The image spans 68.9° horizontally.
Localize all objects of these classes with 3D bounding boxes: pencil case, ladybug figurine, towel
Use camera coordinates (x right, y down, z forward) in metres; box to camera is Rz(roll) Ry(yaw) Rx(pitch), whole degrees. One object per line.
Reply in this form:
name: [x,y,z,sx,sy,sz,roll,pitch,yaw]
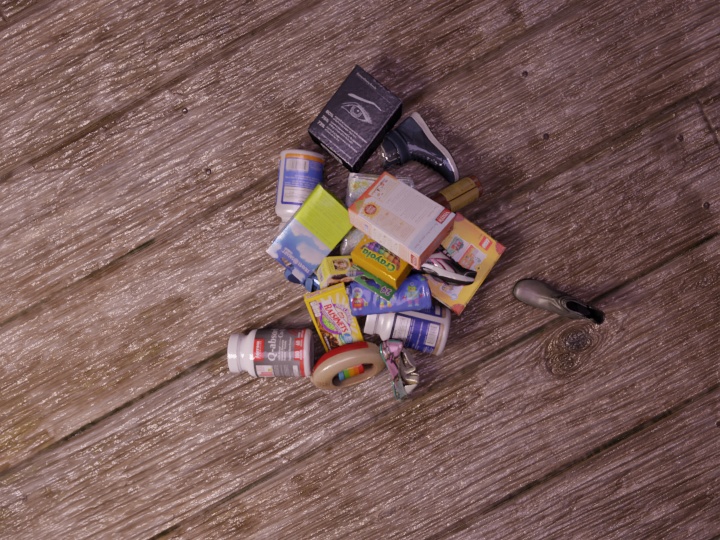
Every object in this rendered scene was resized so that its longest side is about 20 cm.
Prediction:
pencil case: [0.065,0.055,1.204,0.196,0.078,0.089,-5,88,-1]
ladybug figurine: [-0.030,0.228,1.284,0.196,0.137,0.073,-14,52,-11]
towel: [0.042,-0.131,1.271,0.168,0.048,0.204,3,105,-15]

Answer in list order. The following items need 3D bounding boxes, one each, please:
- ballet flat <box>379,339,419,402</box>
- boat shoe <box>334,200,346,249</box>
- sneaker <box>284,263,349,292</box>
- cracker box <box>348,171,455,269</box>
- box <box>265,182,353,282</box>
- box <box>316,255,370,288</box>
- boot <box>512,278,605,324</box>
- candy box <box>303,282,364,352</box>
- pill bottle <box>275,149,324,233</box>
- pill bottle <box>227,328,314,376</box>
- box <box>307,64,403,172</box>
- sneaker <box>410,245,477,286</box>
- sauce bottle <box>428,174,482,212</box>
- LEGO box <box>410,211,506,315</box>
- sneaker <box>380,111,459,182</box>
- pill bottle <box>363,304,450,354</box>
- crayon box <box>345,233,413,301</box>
ballet flat: [0.102,0.245,1.262,0.070,0.070,0.202,-6,124,17]
boat shoe: [-0.045,-0.123,1.305,0.072,0.061,0.202,42,91,0]
sneaker: [-0.095,0.033,1.289,0.196,0.074,0.083,11,58,3]
cracker box: [0.089,-0.112,1.143,0.199,0.058,0.134,35,67,23]
box: [-0.112,-0.087,1.216,0.122,0.048,0.200,40,103,-12]
box: [0.000,0.000,1.253,0.197,0.075,0.051,-5,64,-25]
boot: [0.477,0.071,1.262,0.197,0.131,0.069,20,91,1]
candy box: [-0.059,0.124,1.272,0.101,0.027,0.202,-19,126,-1]
pill bottle: [-0.150,-0.184,1.281,0.110,0.112,0.204,5,92,1]
pill bottle: [-0.216,0.201,1.284,0.196,0.116,0.118,-1,91,1]
box: [-0.010,-0.362,1.277,0.147,0.104,0.201,40,91,4]
sneaker: [0.181,-0.025,1.218,0.197,0.080,0.088,17,81,-3]
sauce bottle: [0.204,-0.165,1.274,0.198,0.066,0.067,-28,90,-16]
LEGO box: [0.236,-0.018,1.292,0.148,0.077,0.201,36,91,0]
sneaker: [0.136,-0.268,1.284,0.145,0.077,0.203,-35,80,-10]
pill bottle: [0.112,0.127,1.277,0.196,0.116,0.118,14,91,1]
crayon box: [0.068,-0.048,1.178,0.125,0.052,0.201,30,71,21]
